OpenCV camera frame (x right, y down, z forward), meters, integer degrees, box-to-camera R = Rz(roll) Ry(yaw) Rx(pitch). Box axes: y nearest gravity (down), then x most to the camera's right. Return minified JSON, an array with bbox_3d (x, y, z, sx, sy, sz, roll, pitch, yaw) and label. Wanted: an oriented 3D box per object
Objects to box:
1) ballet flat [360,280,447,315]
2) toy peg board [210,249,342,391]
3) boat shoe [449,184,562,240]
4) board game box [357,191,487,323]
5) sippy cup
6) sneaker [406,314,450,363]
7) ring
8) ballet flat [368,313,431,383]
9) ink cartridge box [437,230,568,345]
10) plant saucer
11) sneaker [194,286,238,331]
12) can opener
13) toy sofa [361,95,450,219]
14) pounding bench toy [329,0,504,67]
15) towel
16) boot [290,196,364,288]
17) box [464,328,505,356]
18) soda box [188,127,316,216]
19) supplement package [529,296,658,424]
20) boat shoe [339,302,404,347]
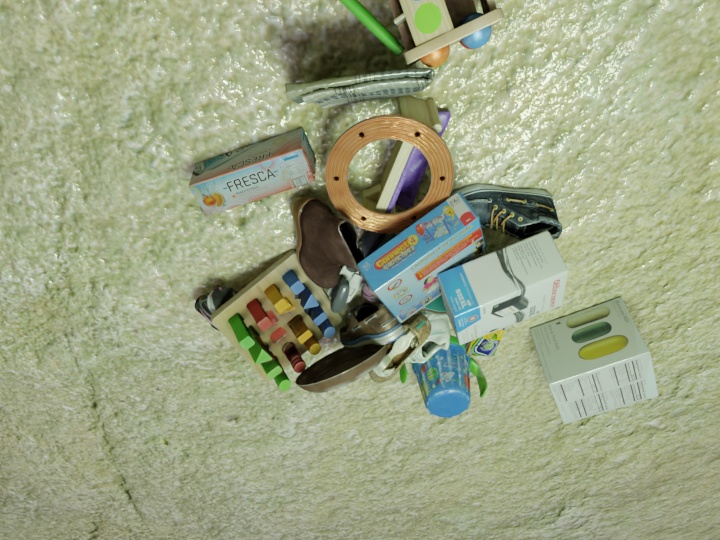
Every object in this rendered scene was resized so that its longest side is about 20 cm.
[{"bbox_3d":[0.089,0.049,1.142,0.196,0.071,0.071,13,150,-22],"label":"ballet flat"},{"bbox_3d":[-0.138,0.110,1.107,0.198,0.098,0.202,-38,128,-6],"label":"toy peg board"},{"bbox_3d":[0.244,-0.094,1.009,0.194,0.092,0.072,-2,132,-1],"label":"boat shoe"},{"bbox_3d":[0.112,-0.013,0.983,0.198,0.056,0.196,-35,155,3],"label":"board game box"},{"bbox_3d":[0.178,0.234,1.261,0.173,0.132,0.141,-15,130,10],"label":"sippy cup"},{"bbox_3d":[0.097,0.156,1.221,0.198,0.082,0.070,-30,135,23],"label":"sneaker"},{"bbox_3d":[0.043,-0.143,0.896,0.195,0.019,0.204,2,130,2],"label":"ring"},{"bbox_3d":[0.063,0.162,1.172,0.070,0.065,0.201,42,121,12],"label":"ballet flat"},{"bbox_3d":[0.240,0.034,1.002,0.196,0.085,0.146,-22,151,4],"label":"ink cartridge box"},{"bbox_3d":[-0.030,0.182,1.128,0.197,0.200,0.033,-24,95,17],"label":"plant saucer"},{"bbox_3d":[-0.248,0.099,1.173,0.085,0.082,0.201,-6,137,33],"label":"sneaker"},{"bbox_3d":[0.000,0.000,1.092,0.052,0.068,0.201,20,127,-21],"label":"can opener"},{"bbox_3d":[0.074,-0.167,0.943,0.095,0.084,0.203,13,129,-13],"label":"toy sofa"},{"bbox_3d":[0.062,-0.328,0.740,0.196,0.125,0.159,-20,104,14],"label":"pounding bench toy"},{"bbox_3d":[0.000,-0.246,0.809,0.194,0.193,0.035,-5,105,3],"label":"towel"},{"bbox_3d":[-0.048,-0.024,1.004,0.072,0.165,0.203,-34,128,-20],"label":"boot"},{"bbox_3d":[0.255,0.078,1.171,0.062,0.071,0.203,2,131,-7],"label":"box"},{"bbox_3d":[-0.170,-0.157,0.946,0.195,0.069,0.064,-16,130,9],"label":"soda box"},{"bbox_3d":[0.480,0.187,1.223,0.196,0.154,0.152,-21,128,15],"label":"supplement package"},{"bbox_3d":[0.014,0.101,1.152,0.198,0.071,0.074,-17,99,56],"label":"boat shoe"}]
